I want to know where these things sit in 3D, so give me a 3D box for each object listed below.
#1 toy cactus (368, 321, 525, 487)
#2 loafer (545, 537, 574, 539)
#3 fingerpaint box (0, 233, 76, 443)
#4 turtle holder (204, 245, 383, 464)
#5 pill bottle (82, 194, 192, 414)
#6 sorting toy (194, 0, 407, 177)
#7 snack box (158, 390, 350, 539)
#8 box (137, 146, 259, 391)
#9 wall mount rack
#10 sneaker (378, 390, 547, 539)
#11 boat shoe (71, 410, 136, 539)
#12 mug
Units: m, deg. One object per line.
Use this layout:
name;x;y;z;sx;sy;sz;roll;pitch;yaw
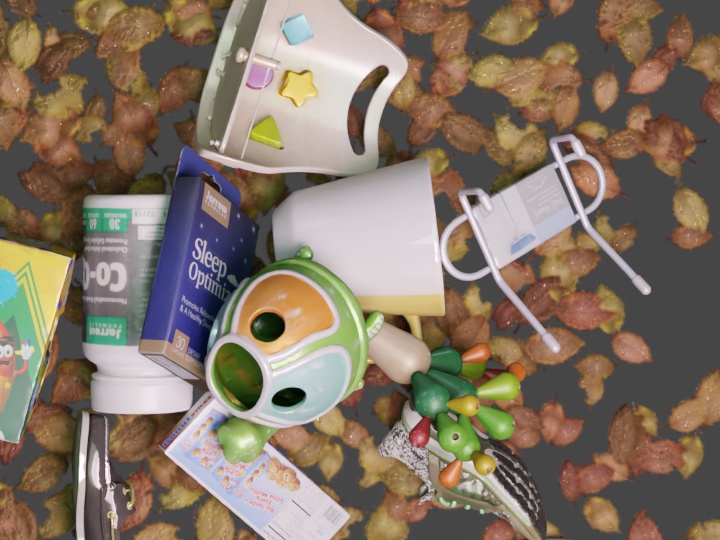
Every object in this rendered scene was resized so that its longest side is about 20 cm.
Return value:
toy cactus;0.068;0.108;1.588;0.165;0.200;0.102;35;121;-2
loafer;0.222;0.301;1.689;0.199;0.070;0.070;0;92;-7
fingerpaint box;-0.311;0.056;1.548;0.073;0.200;0.167;16;89;-9
turtle holder;-0.081;0.078;1.534;0.132;0.185;0.141;-33;89;-48
pill bottle;-0.203;0.030;1.604;0.113;0.113;0.201;0;91;-7
sorting toy;-0.050;-0.173;1.631;0.180;0.107;0.200;19;86;-17
snack box;-0.099;0.201;1.633;0.072;0.024;0.200;-46;118;-3
box;-0.142;-0.002;1.566;0.032;0.121;0.200;0;70;25
wall mount rack;0.183;-0.028;1.655;0.200;0.075;0.174;-30;103;-19
sneaker;0.099;0.204;1.684;0.200;0.077;0.089;43;117;-8
boat shoe;-0.244;0.231;1.630;0.060;0.072;0.202;0;99;-11
mug;-0.001;-0.006;1.619;0.153;0.149;0.187;-6;86;1
